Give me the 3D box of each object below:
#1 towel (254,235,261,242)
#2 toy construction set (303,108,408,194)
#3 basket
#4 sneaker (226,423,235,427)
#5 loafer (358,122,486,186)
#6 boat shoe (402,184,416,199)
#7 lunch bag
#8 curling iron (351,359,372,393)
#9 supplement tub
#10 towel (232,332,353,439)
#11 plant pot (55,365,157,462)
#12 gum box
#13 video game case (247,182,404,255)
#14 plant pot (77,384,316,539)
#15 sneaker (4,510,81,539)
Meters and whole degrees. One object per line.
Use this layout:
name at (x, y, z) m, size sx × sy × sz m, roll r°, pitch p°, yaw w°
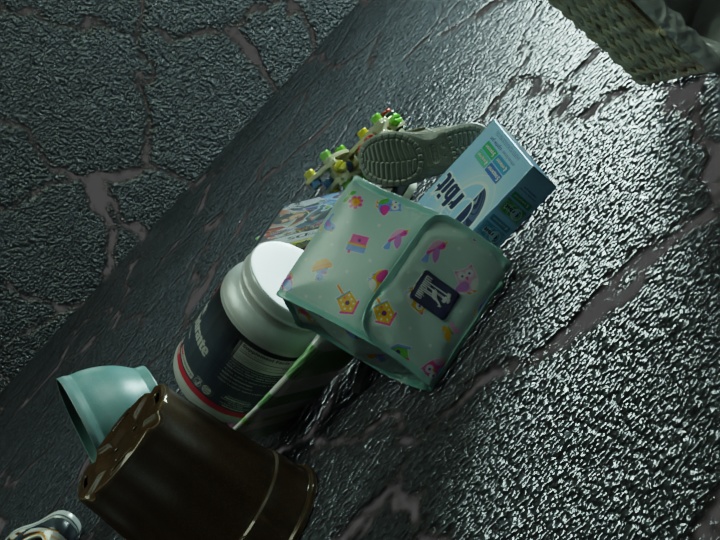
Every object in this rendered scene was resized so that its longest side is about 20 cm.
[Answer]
towel at (-0.050, -0.038, 1.596) m, size 0.148 × 0.031 × 0.200 m, roll -22°, pitch 19°, yaw -13°
toy construction set at (0.010, -0.192, 1.914) m, size 0.199 × 0.093 × 0.131 m, roll -21°, pitch 7°, yaw 44°
basket at (0.314, -0.323, 1.229) m, size 0.201 × 0.198 × 0.161 m, roll -55°, pitch 13°, yaw -14°
sneaker at (-0.166, 0.186, 1.593) m, size 0.200 × 0.080 × 0.089 m, roll -47°, pitch 24°, yaw 8°
loafer at (0.092, -0.155, 1.593) m, size 0.199 × 0.076 × 0.070 m, roll -3°, pitch 6°, yaw 27°
boat shoe at (-0.005, -0.077, 1.756) m, size 0.200 × 0.062 × 0.073 m, roll -43°, pitch 18°, yaw 22°
lunch bag at (0.039, 0.017, 1.269) m, size 0.199 × 0.122 × 0.171 m, roll 26°, pitch 72°, yaw 28°
curling iron at (0.022, 0.044, 1.379) m, size 0.049 × 0.025 × 0.202 m, roll 11°, pitch 89°, yaw 37°
supplement tub at (-0.126, 0.077, 1.443) m, size 0.200 × 0.140 × 0.141 m, roll -52°, pitch 13°, yaw 32°
towel at (-0.072, 0.132, 1.423) m, size 0.200 × 0.023 × 0.152 m, roll -46°, pitch -15°, yaw 17°
plant pot at (-0.374, 0.231, 1.875) m, size 0.134 × 0.201 × 0.200 m, roll -26°, pitch 9°, yaw -19°
gum box at (0.123, -0.067, 1.403) m, size 0.200 × 0.044 × 0.170 m, roll -47°, pitch 23°, yaw 13°
video game case at (-0.041, -0.067, 1.581) m, size 0.179 × 0.026 × 0.200 m, roll -13°, pitch 19°, yaw 14°
plant pot at (-0.184, 0.240, 1.299) m, size 0.200 × 0.198 × 0.201 m, roll -43°, pitch 18°, yaw 18°
sneaker at (-0.544, 0.465, 1.962) m, size 0.200 × 0.078 × 0.080 m, roll -37°, pitch 15°, yaw 33°
